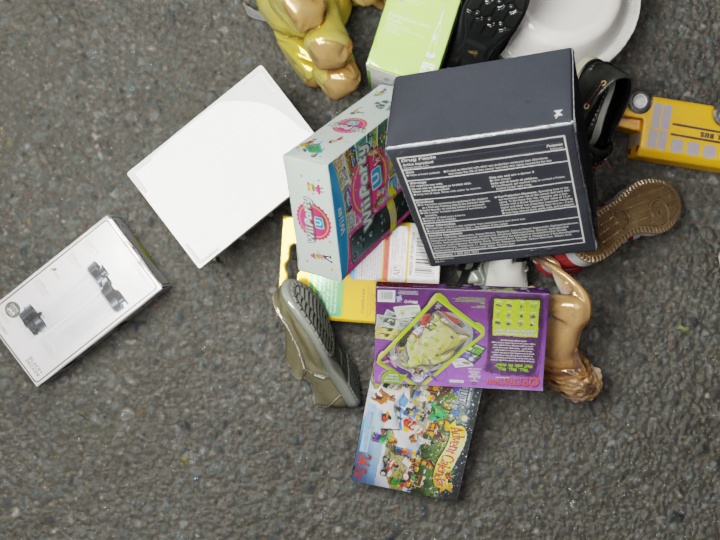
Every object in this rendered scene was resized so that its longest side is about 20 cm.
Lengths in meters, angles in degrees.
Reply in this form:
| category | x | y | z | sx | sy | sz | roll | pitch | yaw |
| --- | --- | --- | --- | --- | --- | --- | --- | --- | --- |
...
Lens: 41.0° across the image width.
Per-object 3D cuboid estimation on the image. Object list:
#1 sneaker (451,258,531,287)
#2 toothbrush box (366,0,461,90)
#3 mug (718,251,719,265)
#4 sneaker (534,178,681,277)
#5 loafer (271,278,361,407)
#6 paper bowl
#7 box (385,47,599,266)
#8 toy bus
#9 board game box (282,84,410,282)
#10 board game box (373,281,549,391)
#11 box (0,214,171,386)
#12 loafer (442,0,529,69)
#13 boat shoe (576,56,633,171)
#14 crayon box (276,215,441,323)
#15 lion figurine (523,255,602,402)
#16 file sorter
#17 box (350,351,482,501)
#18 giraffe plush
| category | x | y | z | sx | sy | sz | roll | pitch | yaw |
| --- | --- | --- | --- | --- | --- | --- | --- | --- | --- |
| sneaker | 0.176 | -0.015 | 1.189 | 0.088 | 0.074 | 0.202 | 26 | 84 | -21 |
| toothbrush box | 0.076 | -0.312 | 1.145 | 0.085 | 0.146 | 0.202 | 19 | 91 | 1 |
| mug | 0.518 | -0.007 | 1.130 | 0.153 | 0.187 | 0.149 | 41 | 64 | 9 |
| sneaker | 0.299 | -0.051 | 1.189 | 0.199 | 0.112 | 0.072 | -24 | 87 | -29 |
| loafer | -0.063 | 0.098 | 1.154 | 0.069 | 0.076 | 0.201 | -18 | 123 | 13 |
| paper bowl | 0.238 | -0.329 | 1.163 | 0.198 | 0.104 | 0.203 | 0 | 90 | 2 |
| box | 0.151 | -0.119 | 1.059 | 0.198 | 0.199 | 0.124 | -5 | 51 | 17 |
| toy bus | 0.396 | -0.169 | 1.180 | 0.198 | 0.065 | 0.079 | 9 | 92 | 0 |
| board game box | 0.000 | -0.104 | 1.098 | 0.064 | 0.200 | 0.149 | 16 | 129 | 29 |
| board game box | 0.115 | 0.076 | 1.113 | 0.198 | 0.032 | 0.121 | 3 | 103 | 4 |
| box | -0.349 | 0.037 | 1.197 | 0.200 | 0.060 | 0.117 | -39 | 89 | 1 |
| loafer | 0.143 | -0.282 | 1.106 | 0.068 | 0.201 | 0.071 | 23 | 48 | -2 |
| boat shoe | 0.262 | -0.149 | 1.149 | 0.073 | 0.063 | 0.203 | -1 | 119 | -36 |
| crayon box | 0.000 | 0.000 | 1.195 | 0.198 | 0.052 | 0.127 | 4 | 91 | 0 |
| lion figurine | 0.239 | 0.070 | 1.145 | 0.122 | 0.201 | 0.072 | 30 | 56 | 29 |
| file sorter | -0.148 | -0.118 | 1.160 | 0.199 | 0.125 | 0.139 | -38 | 89 | 1 |
| box | 0.072 | 0.173 | 1.177 | 0.135 | 0.038 | 0.202 | 11 | 105 | 2 |
| giraffe plush | -0.033 | -0.331 | 1.161 | 0.162 | 0.173 | 0.200 | -38 | 55 | -9 |
